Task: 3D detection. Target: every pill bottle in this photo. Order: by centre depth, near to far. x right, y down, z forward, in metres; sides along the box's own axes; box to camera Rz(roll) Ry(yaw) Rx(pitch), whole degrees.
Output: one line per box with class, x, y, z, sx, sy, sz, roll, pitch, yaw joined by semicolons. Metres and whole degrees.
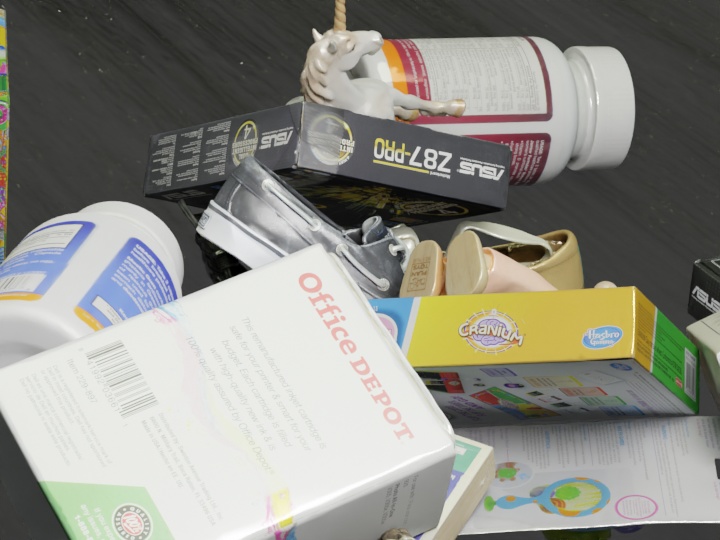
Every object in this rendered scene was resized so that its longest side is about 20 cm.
pill bottle;-0.167;0.033;1.583;0.112;0.112;0.200;9;23;9
pill bottle;0.090;-0.115;1.973;0.200;0.110;0.110;-3;25;-18

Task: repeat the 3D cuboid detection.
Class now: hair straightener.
hair straightener;-0.075;-0.004;1.725;0.041;0.077;0.200;-23;30;-5

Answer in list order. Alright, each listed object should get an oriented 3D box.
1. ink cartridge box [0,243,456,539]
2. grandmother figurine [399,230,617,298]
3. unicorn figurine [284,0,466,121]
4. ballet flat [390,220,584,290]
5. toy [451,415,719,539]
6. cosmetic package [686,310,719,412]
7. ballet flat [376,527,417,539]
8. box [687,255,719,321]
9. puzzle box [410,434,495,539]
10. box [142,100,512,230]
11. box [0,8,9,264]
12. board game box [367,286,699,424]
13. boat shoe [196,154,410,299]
ink cartridge box;-0.072;0.092;1.386;0.200;0.088;0.145;-23;61;-20
grandmother figurine;0.116;0.034;1.627;0.200;0.061;0.121;23;-14;-35
unicorn figurine;-0.001;-0.108;1.802;0.137;0.200;0.074;11;62;-28
ballet flat;0.048;-0.003;1.769;0.200;0.063;0.069;-1;24;-12
toy;0.109;0.127;1.507;0.200;0.047;0.115;0;27;1
cosmetic package;0.251;0.051;1.546;0.105;0.071;0.200;-23;2;4
ballet flat;0.038;0.194;1.310;0.067;0.046;0.200;-1;36;-12
box;0.345;0.037;1.759;0.200;0.048;0.193;-8;25;-25
puzzle box;-0.044;0.119;1.466;0.200;0.025;0.133;17;48;24
box;-0.023;-0.064;1.760;0.161;0.049;0.200;13;-11;-32
box;-0.337;-0.094;1.822;0.200;0.122;0.193;1;24;-8
board game box;0.076;0.051;1.525;0.200;0.040;0.153;-3;-16;19
boat shoe;0.000;0.000;1.652;0.200;0.068;0.072;33;4;-8
